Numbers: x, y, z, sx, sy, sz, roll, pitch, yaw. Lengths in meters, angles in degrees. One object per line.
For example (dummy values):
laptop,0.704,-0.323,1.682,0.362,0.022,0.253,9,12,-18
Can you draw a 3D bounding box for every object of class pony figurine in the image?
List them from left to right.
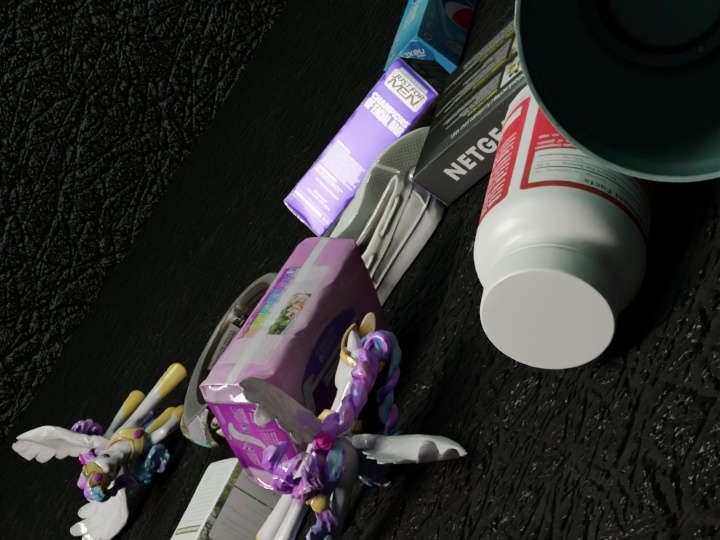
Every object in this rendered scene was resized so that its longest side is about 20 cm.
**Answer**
pony figurine,-0.299,0.215,1.780,0.193,0.167,0.200,-32,12,45
pony figurine,-0.022,0.138,1.094,0.193,0.166,0.201,-97,26,-81

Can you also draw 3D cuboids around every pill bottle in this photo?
pill bottle,0.136,-0.035,0.983,0.112,0.112,0.200,-43,20,41

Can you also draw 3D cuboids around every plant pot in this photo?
plant pot,0.198,-0.171,0.937,0.200,0.200,0.134,-51,7,20

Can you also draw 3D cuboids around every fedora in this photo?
fedora,-0.097,0.095,1.488,0.177,0.090,0.200,-53,15,9

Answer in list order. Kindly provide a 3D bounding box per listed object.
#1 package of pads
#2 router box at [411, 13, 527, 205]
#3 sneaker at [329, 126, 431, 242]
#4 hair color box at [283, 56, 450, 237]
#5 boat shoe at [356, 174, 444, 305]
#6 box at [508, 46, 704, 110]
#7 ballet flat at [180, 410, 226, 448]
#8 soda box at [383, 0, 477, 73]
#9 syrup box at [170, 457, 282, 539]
package of pads,-0.047,0.077,1.259,0.075,0.121,0.200,-3,37,31
router box,0.136,-0.169,1.386,0.200,0.051,0.149,-39,24,48
sneaker,0.021,-0.068,1.505,0.200,0.070,0.080,-52,9,14
hair color box,0.019,-0.129,1.564,0.200,0.065,0.109,-52,-14,19
boat shoe,0.000,0.000,1.429,0.200,0.066,0.072,-54,15,8
box,0.200,-0.149,1.089,0.200,0.078,0.095,-48,17,27
ballet flat,-0.116,0.108,1.603,0.201,0.072,0.072,-57,15,-4
soda box,0.089,-0.295,1.775,0.068,0.064,0.200,-43,20,39
syrup box,-0.129,0.265,1.251,0.200,0.079,0.081,-63,16,-22
